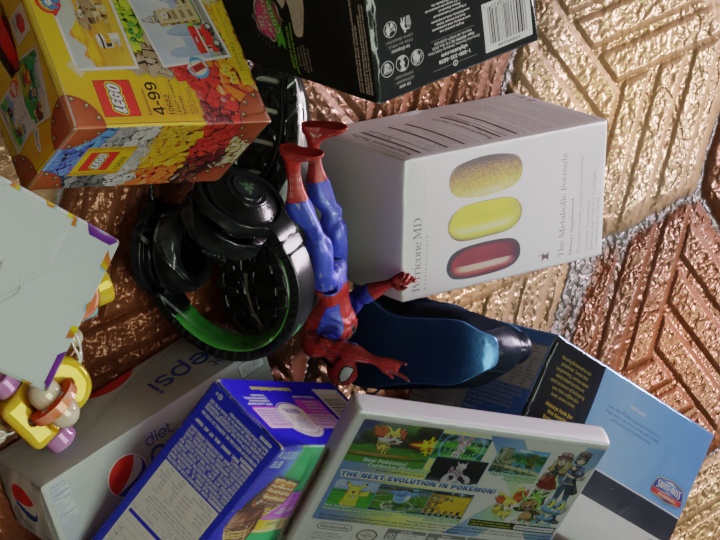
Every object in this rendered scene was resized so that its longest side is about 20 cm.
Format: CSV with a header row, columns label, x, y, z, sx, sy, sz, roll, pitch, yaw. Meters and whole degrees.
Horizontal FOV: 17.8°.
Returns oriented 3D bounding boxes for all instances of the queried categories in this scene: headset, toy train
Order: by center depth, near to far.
label,x,y,z,sx,sy,sz,roll,pitch,yaw
toy train,-0.241,0.054,1.537,0.150,0.056,0.200,18,91,-27
headset,-0.118,-0.024,1.593,0.200,0.123,0.094,58,35,-5

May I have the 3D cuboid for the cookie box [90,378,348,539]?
label,x,y,z,sx,sy,sz,roll,pitch,yaw
cookie box,-0.095,0.175,1.627,0.200,0.075,0.171,-52,157,15

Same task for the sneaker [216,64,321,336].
label,x,y,z,sx,sy,sz,roll,pitch,yaw
sneaker,-0.062,-0.053,1.667,0.079,0.074,0.200,-24,119,-57

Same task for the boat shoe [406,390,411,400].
label,x,y,z,sx,sy,sz,roll,pitch,yaw
boat shoe,0.068,0.107,1.824,0.200,0.074,0.069,-17,103,-35

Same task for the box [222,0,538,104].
label,x,y,z,sx,sy,sz,roll,pitch,yaw
box,-0.001,-0.210,1.568,0.148,0.200,0.124,-24,120,-32

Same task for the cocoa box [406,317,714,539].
label,x,y,z,sx,sy,sz,roll,pitch,yaw
cocoa box,0.144,0.133,1.755,0.200,0.133,0.131,32,78,-37

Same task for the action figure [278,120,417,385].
label,x,y,z,sx,sy,sz,roll,pitch,yaw
action figure,0.000,0.000,1.626,0.065,0.099,0.200,-48,143,-50

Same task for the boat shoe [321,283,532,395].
label,x,y,z,sx,sy,sz,roll,pitch,yaw
boat shoe,0.044,0.059,1.694,0.069,0.200,0.084,-2,102,-39

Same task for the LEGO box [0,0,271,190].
label,x,y,z,sx,sy,sz,roll,pitch,yaw
LEGO box,-0.166,-0.155,1.459,0.149,0.077,0.200,-5,63,-39

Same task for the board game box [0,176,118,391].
label,x,y,z,sx,sy,sz,roll,pitch,yaw
board game box,-0.259,-0.014,1.420,0.103,0.200,0.105,30,84,-41

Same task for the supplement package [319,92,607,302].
label,x,y,z,sx,sy,sz,roll,pitch,yaw
supplement package,0.076,-0.058,1.742,0.200,0.110,0.114,-14,113,-36

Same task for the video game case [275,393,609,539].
label,x,y,z,sx,sy,sz,roll,pitch,yaw
video game case,0.050,0.168,1.617,0.200,0.022,0.182,10,127,-25

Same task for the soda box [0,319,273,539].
label,x,y,z,sx,sy,sz,roll,pitch,yaw
soda box,-0.156,0.116,1.637,0.200,0.068,0.063,-33,124,-27
